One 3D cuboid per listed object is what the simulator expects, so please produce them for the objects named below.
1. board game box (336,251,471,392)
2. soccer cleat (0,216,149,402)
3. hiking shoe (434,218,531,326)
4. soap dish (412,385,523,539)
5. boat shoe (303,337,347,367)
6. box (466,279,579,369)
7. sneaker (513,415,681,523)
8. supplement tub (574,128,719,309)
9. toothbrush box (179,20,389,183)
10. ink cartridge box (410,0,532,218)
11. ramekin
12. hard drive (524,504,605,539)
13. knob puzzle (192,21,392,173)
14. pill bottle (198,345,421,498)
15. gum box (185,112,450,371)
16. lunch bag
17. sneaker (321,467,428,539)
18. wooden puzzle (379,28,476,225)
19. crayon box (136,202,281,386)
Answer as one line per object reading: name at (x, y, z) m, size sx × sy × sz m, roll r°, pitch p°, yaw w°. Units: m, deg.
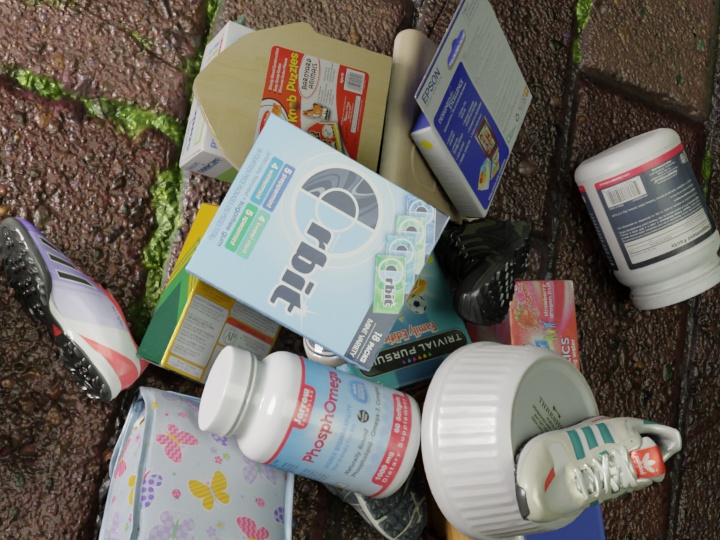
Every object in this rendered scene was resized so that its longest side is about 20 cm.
board game box at (0.026, 0.035, 1.117) m, size 0.150 × 0.047 × 0.201 m, roll -14°, pitch 73°, yaw -28°
soccer cleat at (-0.280, 0.029, 0.986) m, size 0.073 × 0.068 × 0.201 m, roll -39°, pitch 103°, yaw -41°
hiking shoe at (0.123, -0.001, 1.111) m, size 0.200 × 0.100 × 0.076 m, roll -45°, pitch 141°, yaw -57°
soap dish at (0.111, 0.222, 1.114) m, size 0.080 × 0.157 × 0.202 m, roll -7°, pitch 87°, yaw -11°
boat shoe at (0.000, 0.000, 1.029) m, size 0.201 × 0.074 × 0.093 m, roll -56°, pitch 154°, yaw -36°
box at (0.193, 0.115, 1.197) m, size 0.102 × 0.094 × 0.202 m, roll 0°, pitch 83°, yaw -26°
sneaker at (0.223, 0.176, 0.924) m, size 0.199 × 0.093 × 0.071 m, roll -12°, pitch 90°, yaw -46°
supplement tub at (0.372, -0.067, 1.287) m, size 0.140 × 0.140 × 0.201 m, roll -27°, pitch 96°, yaw -27°
toothbrush box at (-0.080, -0.159, 1.097) m, size 0.198 × 0.086 × 0.147 m, roll 17°, pitch 76°, yaw -23°
ink cartridge box at (0.122, -0.199, 1.155) m, size 0.200 × 0.047 × 0.199 m, roll 52°, pitch 53°, yaw -40°
ramekin at (0.158, 0.167, 0.995) m, size 0.201 × 0.094 × 0.204 m, roll 11°, pitch 74°, yaw -43°
hard drive at (0.241, 0.319, 1.228) m, size 0.131 × 0.025 × 0.202 m, roll -9°, pitch 91°, yaw -28°
knob puzzle at (-0.075, -0.162, 1.031) m, size 0.218 × 0.030 × 0.222 m, roll 5°, pitch 73°, yaw -17°
pill bottle at (-0.049, 0.143, 0.971) m, size 0.199 × 0.109 × 0.110 m, roll 21°, pitch 74°, yaw -19°
gum box at (-0.041, -0.026, 0.967) m, size 0.199 × 0.045 × 0.171 m, roll 30°, pitch 83°, yaw -7°
lunch bag at (-0.157, 0.223, 0.984) m, size 0.168 × 0.127 × 0.201 m, roll 19°, pitch 49°, yaw -24°
sneaker at (-0.008, 0.212, 1.084) m, size 0.200 × 0.086 × 0.078 m, roll 50°, pitch 58°, yaw -4°
wooden puzzle at (0.083, -0.160, 1.176) m, size 0.199 × 0.046 × 0.187 m, roll 16°, pitch 79°, yaw -54°
crayon box at (-0.131, 0.020, 1.032) m, size 0.125 × 0.051 × 0.202 m, roll 32°, pitch 76°, yaw -43°
